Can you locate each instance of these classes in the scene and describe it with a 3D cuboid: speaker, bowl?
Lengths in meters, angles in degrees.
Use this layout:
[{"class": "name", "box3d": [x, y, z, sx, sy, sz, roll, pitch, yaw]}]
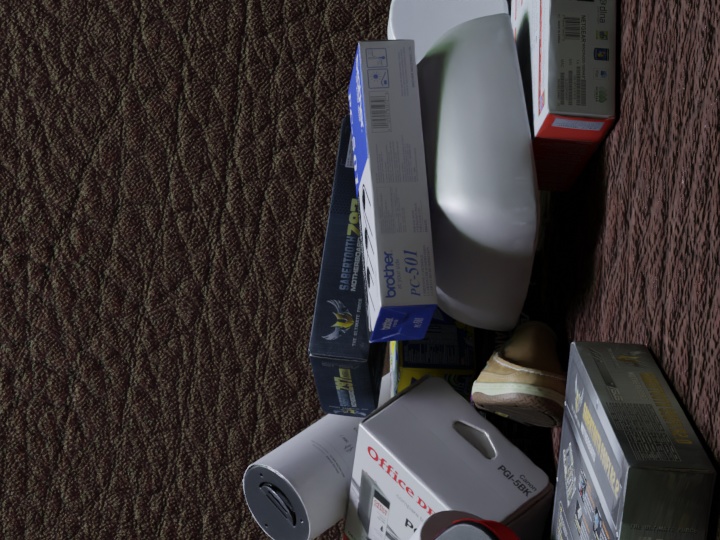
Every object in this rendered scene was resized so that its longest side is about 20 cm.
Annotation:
[{"class": "speaker", "box3d": [-0.004, 0.153, 1.582, 0.200, 0.081, 0.081, -32, -38, -38]}, {"class": "bowl", "box3d": [0.078, -0.070, 1.400, 0.200, 0.074, 0.200, 93, 173, -62]}]

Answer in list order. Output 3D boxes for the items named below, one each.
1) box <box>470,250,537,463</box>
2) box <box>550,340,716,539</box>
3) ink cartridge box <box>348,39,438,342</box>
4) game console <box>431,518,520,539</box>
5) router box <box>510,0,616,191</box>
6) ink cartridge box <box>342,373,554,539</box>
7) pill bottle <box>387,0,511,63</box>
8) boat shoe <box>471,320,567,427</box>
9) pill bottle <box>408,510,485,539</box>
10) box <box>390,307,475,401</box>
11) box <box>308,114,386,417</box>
[{"class": "box", "box3d": [0.117, 0.096, 1.604, 0.160, 0.043, 0.201, 107, 166, -74]}, {"class": "box", "box3d": [0.148, 0.146, 1.057, 0.200, 0.048, 0.159, -98, 13, -74]}, {"class": "ink cartridge box", "box3d": [0.022, -0.057, 1.359, 0.094, 0.044, 0.201, 106, 161, -71]}, {"class": "game console", "box3d": [0.070, 0.273, 1.166, 0.177, 0.031, 0.200, -42, 63, 33]}, {"class": "router box", "box3d": [0.145, -0.178, 1.363, 0.180, 0.049, 0.201, 108, 165, -76]}, {"class": "ink cartridge box", "box3d": [0.064, 0.204, 1.498, 0.147, 0.083, 0.200, 42, 146, 28]}, {"class": "pill bottle", "box3d": [0.083, -0.192, 1.556, 0.200, 0.113, 0.114, 26, -114, -80]}, {"class": "boat shoe", "box3d": [0.123, 0.074, 1.412, 0.200, 0.071, 0.076, 147, 142, -84]}, {"class": "pill bottle", "box3d": [0.038, 0.276, 1.374, 0.200, 0.114, 0.114, -58, 19, 32]}, {"class": "box", "box3d": [0.059, 0.033, 1.600, 0.200, 0.064, 0.070, -89, 5, -45]}, {"class": "box", "box3d": [0.000, 0.000, 1.476, 0.158, 0.051, 0.201, 79, -161, -70]}]
